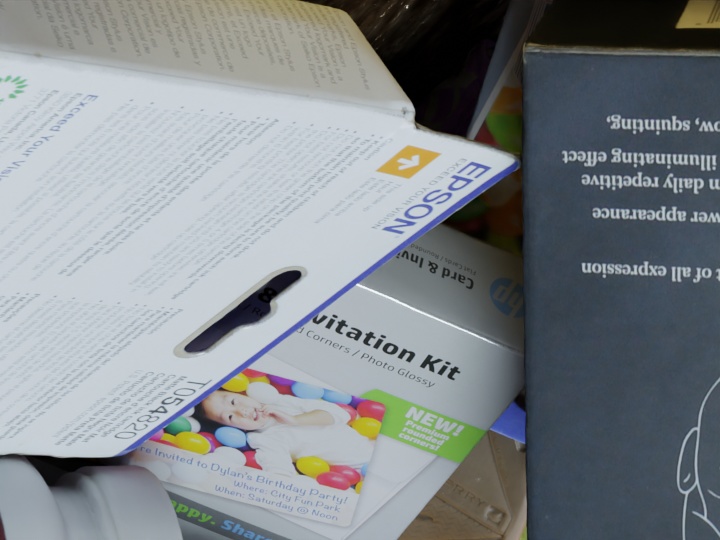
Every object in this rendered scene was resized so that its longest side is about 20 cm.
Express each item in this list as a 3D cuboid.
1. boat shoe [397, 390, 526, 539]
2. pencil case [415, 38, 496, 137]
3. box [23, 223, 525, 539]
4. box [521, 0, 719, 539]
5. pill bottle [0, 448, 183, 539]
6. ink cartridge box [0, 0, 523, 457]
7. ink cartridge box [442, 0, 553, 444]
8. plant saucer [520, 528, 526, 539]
[{"bbox_3d":[0.070,0.034,0.785,0.201,0.072,0.072,-60,174,25],"label":"boat shoe"},{"bbox_3d":[0.000,0.000,0.806,0.200,0.084,0.085,-40,141,16],"label":"pencil case"},{"bbox_3d":[-0.046,0.040,0.717,0.200,0.155,0.041,125,-16,-47],"label":"box"},{"bbox_3d":[0.127,0.022,0.624,0.147,0.202,0.107,3,-162,13],"label":"box"},{"bbox_3d":[-0.158,0.112,0.668,0.199,0.114,0.113,-3,150,-26],"label":"pill bottle"},{"bbox_3d":[-0.090,-0.008,0.579,0.199,0.041,0.199,7,146,-47],"label":"ink cartridge box"},{"bbox_3d":[0.089,-0.021,0.702,0.042,0.119,0.201,-47,157,-65],"label":"ink cartridge box"},{"bbox_3d":[0.026,0.069,0.961,0.198,0.031,0.201,-9,121,-15],"label":"plant saucer"}]
